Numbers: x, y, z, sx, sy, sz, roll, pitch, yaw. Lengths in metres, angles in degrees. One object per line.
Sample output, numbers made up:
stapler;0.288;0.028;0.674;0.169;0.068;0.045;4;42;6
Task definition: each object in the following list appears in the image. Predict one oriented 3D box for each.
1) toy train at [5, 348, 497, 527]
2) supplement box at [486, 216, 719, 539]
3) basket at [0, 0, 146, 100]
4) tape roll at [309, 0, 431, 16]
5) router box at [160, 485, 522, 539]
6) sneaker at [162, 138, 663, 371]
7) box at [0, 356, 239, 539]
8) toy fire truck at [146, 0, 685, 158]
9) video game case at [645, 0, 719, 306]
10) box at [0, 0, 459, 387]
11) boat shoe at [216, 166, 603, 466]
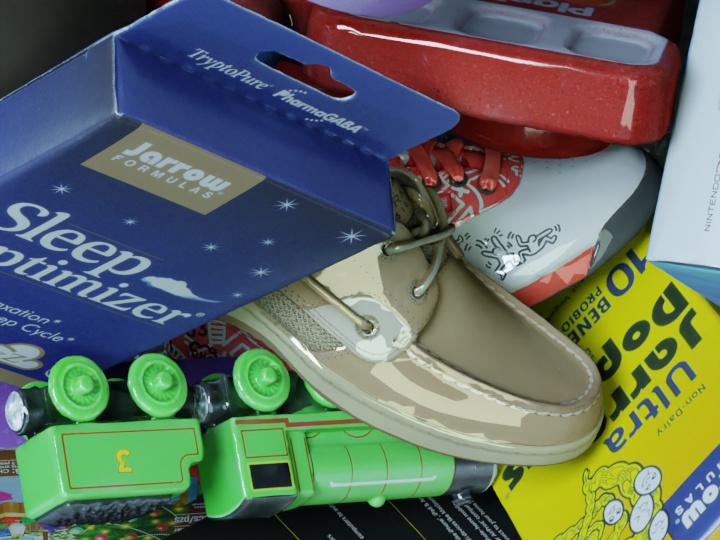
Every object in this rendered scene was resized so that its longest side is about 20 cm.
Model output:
toy train;-0.030;0.058;0.858;0.199;0.042;0.057;0;70;-34
supplement box;0.122;0.072;0.905;0.109;0.200;0.109;34;103;-28
basket;-0.153;-0.115;0.726;0.179;0.137;0.200;-6;154;21
tape roll;-0.018;-0.176;0.727;0.066;0.201;0.200;-34;114;30
router box;0.026;0.155;0.877;0.149;0.200;0.051;-23;148;-37
sneaker;0.003;-0.028;0.912;0.200;0.067;0.108;-23;113;16
box;-0.137;0.090;0.931;0.199;0.039;0.137;-2;144;-8
toy fire truck;0.014;-0.094;0.835;0.199;0.168;0.113;12;111;9
video game case;0.169;-0.064;0.849;0.045;0.200;0.182;6;79;31
box;-0.078;-0.017;0.768;0.199;0.033;0.121;-26;148;35
boat shoe;0.000;0.000;0.846;0.199;0.071;0.065;27;126;-2
